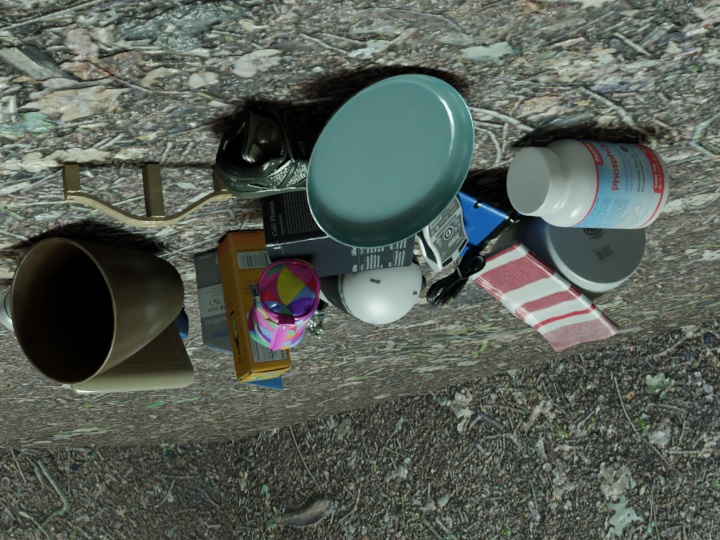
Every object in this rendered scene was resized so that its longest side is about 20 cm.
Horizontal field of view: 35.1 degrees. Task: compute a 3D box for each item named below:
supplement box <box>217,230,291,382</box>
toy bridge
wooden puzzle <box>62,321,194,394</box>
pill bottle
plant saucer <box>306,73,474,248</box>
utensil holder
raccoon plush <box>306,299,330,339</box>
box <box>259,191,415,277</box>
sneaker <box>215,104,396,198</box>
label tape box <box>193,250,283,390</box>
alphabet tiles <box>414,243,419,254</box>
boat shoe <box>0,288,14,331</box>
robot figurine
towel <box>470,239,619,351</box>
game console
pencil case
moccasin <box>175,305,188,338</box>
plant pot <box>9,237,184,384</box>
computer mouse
[{"bbox_3d":[-0.150,0.050,1.593,0.068,0.203,0.066,-2,166,-25],"label":"supplement box"},{"bbox_3d":[-0.232,-0.084,1.275,0.197,0.068,0.027,-2,165,-26],"label":"toy bridge"},{"bbox_3d":[-0.349,0.089,1.628,0.183,0.202,0.037,0,140,-34],"label":"wooden puzzle"},{"bbox_3d":[0.285,-0.109,1.435,0.198,0.111,0.108,-1,164,-33],"label":"pill bottle"},{"bbox_3d":[0.028,-0.116,1.186,0.198,0.027,0.202,-17,130,-22],"label":"plant saucer"},{"bbox_3d":[0.302,-0.027,1.671,0.167,0.173,0.200,-5,163,-17],"label":"utensil holder"},{"bbox_3d":[-0.081,0.058,1.742,0.095,0.136,0.201,5,155,5],"label":"raccoon plush"},{"bbox_3d":[-0.028,-0.066,1.404,0.179,0.106,0.200,-9,166,-2],"label":"box"},{"bbox_3d":[-0.059,-0.129,1.185,0.196,0.077,0.114,-9,168,4],"label":"sneaker"},{"bbox_3d":[-0.182,0.081,1.698,0.062,0.203,0.144,-13,166,17],"label":"label tape box"},{"bbox_3d":[-0.008,-0.016,1.824,0.197,0.015,0.196,-5,166,-18],"label":"alphabet tiles"},{"bbox_3d":[-0.447,0.052,1.687,0.065,0.073,0.199,-22,163,30],"label":"boat shoe"},{"bbox_3d":[0.002,-0.001,1.586,0.149,0.126,0.199,-32,-153,-20],"label":"robot figurine"},{"bbox_3d":[0.256,0.040,1.624,0.199,0.023,0.144,39,153,-13],"label":"towel"},{"bbox_3d":[0.174,-0.101,1.591,0.169,0.120,0.200,25,161,-5],"label":"game console"},{"bbox_3d":[-0.099,0.047,1.428,0.087,0.090,0.200,-7,168,-9],"label":"pencil case"},{"bbox_3d":[-0.336,0.064,1.825,0.079,0.069,0.200,-3,167,10],"label":"moccasin"},{"bbox_3d":[-0.335,0.039,1.538,0.185,0.190,0.199,-17,179,31],"label":"plant pot"},{"bbox_3d":[0.111,-0.040,1.528,0.110,0.044,0.201,-44,143,-19],"label":"computer mouse"}]
